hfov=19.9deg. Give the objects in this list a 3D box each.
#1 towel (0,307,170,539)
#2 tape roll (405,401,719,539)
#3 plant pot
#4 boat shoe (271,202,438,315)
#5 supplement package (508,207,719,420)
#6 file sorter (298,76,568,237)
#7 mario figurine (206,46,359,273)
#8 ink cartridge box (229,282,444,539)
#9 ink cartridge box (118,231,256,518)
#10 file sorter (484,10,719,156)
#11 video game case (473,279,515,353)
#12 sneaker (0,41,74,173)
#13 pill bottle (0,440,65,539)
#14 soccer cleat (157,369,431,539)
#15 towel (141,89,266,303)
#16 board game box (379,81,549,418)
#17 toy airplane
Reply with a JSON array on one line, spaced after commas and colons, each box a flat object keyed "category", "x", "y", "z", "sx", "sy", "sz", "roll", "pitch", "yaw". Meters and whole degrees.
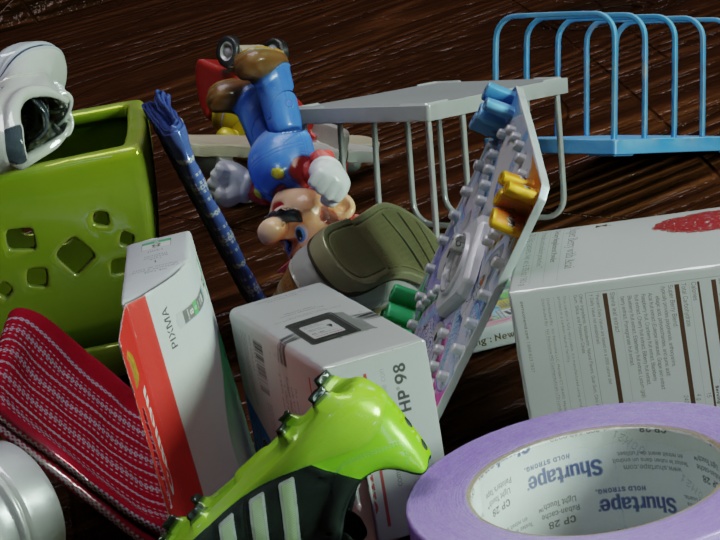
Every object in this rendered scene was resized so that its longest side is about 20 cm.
[{"category": "towel", "x": -0.169, "y": 0.095, "z": 1.275, "sx": 0.022, "sy": 0.145, "sz": 0.200, "roll": -48, "pitch": 14, "yaw": 8}, {"category": "tape roll", "x": 0.126, "y": 0.135, "z": 1.058, "sx": 0.200, "sy": 0.066, "sz": 0.200, "roll": -9, "pitch": 16, "yaw": 3}, {"category": "plant pot", "x": -0.244, "y": -0.013, "z": 1.581, "sx": 0.199, "sy": 0.182, "sz": 0.200, "roll": -12, "pitch": 17, "yaw": -2}, {"category": "boat shoe", "x": 0.000, "y": 0.000, "z": 1.484, "sx": 0.068, "sy": 0.075, "sz": 0.200, "roll": -39, "pitch": -16, "yaw": 23}, {"category": "supplement package", "x": 0.200, "y": 0.035, "z": 1.243, "sx": 0.200, "sy": 0.120, "sz": 0.121, "roll": -8, "pitch": 17, "yaw": 10}, {"category": "file sorter", "x": 0.063, "y": -0.087, "z": 1.687, "sx": 0.139, "sy": 0.125, "sz": 0.200, "roll": 3, "pitch": 12, "yaw": 38}, {"category": "mario figurine", "x": -0.066, "y": -0.071, "z": 1.587, "sx": 0.106, "sy": 0.200, "sz": 0.123, "roll": -24, "pitch": -17, "yaw": -2}, {"category": "ink cartridge box", "x": -0.006, "y": 0.089, "z": 1.208, "sx": 0.067, "sy": 0.116, "sz": 0.200, "roll": -16, "pitch": 18, "yaw": -19}, {"category": "ink cartridge box", "x": -0.101, "y": 0.078, "z": 1.221, "sx": 0.050, "sy": 0.161, "sz": 0.200, "roll": -15, "pitch": 17, "yaw": -2}, {"category": "file sorter", "x": 0.223, "y": -0.164, "z": 1.805, "sx": 0.139, "sy": 0.123, "sz": 0.200, "roll": 3, "pitch": 6, "yaw": 41}, {"category": "video game case", "x": 0.037, "y": 0.031, "z": 1.535, "sx": 0.182, "sy": 0.022, "sz": 0.200, "roll": -13, "pitch": 17, "yaw": -8}, {"category": "sneaker", "x": -0.241, "y": -0.114, "z": 1.497, "sx": 0.071, "sy": 0.073, "sz": 0.200, "roll": 2, "pitch": 27, "yaw": 11}, {"category": "pill bottle", "x": -0.262, "y": 0.167, "z": 1.115, "sx": 0.111, "sy": 0.111, "sz": 0.200, "roll": 5, "pitch": 23, "yaw": 43}, {"category": "soccer cleat", "x": -0.049, "y": 0.139, "z": 1.091, "sx": 0.200, "sy": 0.081, "sz": 0.068, "roll": -43, "pitch": 7, "yaw": 18}, {"category": "towel", "x": -0.104, "y": -0.037, "z": 1.542, "sx": 0.024, "sy": 0.200, "sz": 0.145, "roll": -28, "pitch": 19, "yaw": -4}, {"category": "board game box", "x": 0.060, "y": -0.005, "z": 1.320, "sx": 0.026, "sy": 0.200, "sz": 0.200, "roll": 21, "pitch": 21, "yaw": -10}, {"category": "toy airplane", "x": -0.082, "y": -0.117, "z": 1.956, "sx": 0.200, "sy": 0.141, "sz": 0.199, "roll": 24, "pitch": 27, "yaw": -8}]
